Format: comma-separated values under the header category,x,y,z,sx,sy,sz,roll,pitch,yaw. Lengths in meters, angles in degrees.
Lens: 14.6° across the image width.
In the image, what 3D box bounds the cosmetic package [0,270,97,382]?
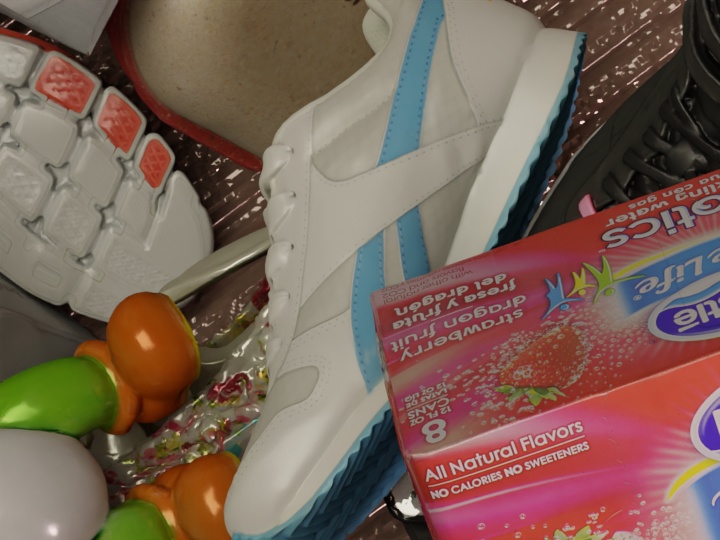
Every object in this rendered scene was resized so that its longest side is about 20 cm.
category,x,y,z,sx,sy,sz,roll,pitch,yaw
cosmetic package,-0.234,0.021,0.982,0.200,0.167,0.167,39,93,20

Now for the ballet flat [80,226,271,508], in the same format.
category,x,y,z,sx,sy,sz,roll,pitch,yaw
ballet flat,-0.058,0.040,0.965,0.200,0.076,0.064,-42,103,6

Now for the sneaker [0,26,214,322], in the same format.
category,x,y,z,sx,sy,sz,roll,pitch,yaw
sneaker,-0.133,-0.060,1.015,0.200,0.082,0.077,39,98,-4

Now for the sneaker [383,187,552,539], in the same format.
category,x,y,z,sx,sy,sz,roll,pitch,yaw
sneaker,0.081,0.082,0.930,0.115,0.076,0.201,-39,65,19

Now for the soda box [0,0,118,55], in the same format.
category,x,y,z,sx,sy,sz,roll,pitch,yaw
soda box,-0.126,-0.125,0.958,0.068,0.200,0.064,28,91,-21

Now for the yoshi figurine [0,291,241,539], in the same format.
category,x,y,z,sx,sy,sz,roll,pitch,yaw
yoshi figurine,-0.130,0.079,0.856,0.199,0.113,0.112,-22,38,-21

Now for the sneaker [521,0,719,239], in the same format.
category,x,y,z,sx,sy,sz,roll,pitch,yaw
sneaker,0.103,-0.045,0.852,0.200,0.099,0.071,-46,71,7

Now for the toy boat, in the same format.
category,x,y,z,sx,sy,sz,roll,pitch,yaw
toy boat,-0.021,-0.140,0.978,0.131,0.130,0.201,32,92,49

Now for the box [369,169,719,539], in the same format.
category,x,y,z,sx,sy,sz,roll,pitch,yaw
box,0.113,0.035,0.798,0.199,0.096,0.100,-19,119,4

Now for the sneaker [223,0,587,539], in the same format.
category,x,y,z,sx,sy,sz,roll,pitch,yaw
sneaker,0.000,0.000,0.891,0.080,0.077,0.201,23,70,9
